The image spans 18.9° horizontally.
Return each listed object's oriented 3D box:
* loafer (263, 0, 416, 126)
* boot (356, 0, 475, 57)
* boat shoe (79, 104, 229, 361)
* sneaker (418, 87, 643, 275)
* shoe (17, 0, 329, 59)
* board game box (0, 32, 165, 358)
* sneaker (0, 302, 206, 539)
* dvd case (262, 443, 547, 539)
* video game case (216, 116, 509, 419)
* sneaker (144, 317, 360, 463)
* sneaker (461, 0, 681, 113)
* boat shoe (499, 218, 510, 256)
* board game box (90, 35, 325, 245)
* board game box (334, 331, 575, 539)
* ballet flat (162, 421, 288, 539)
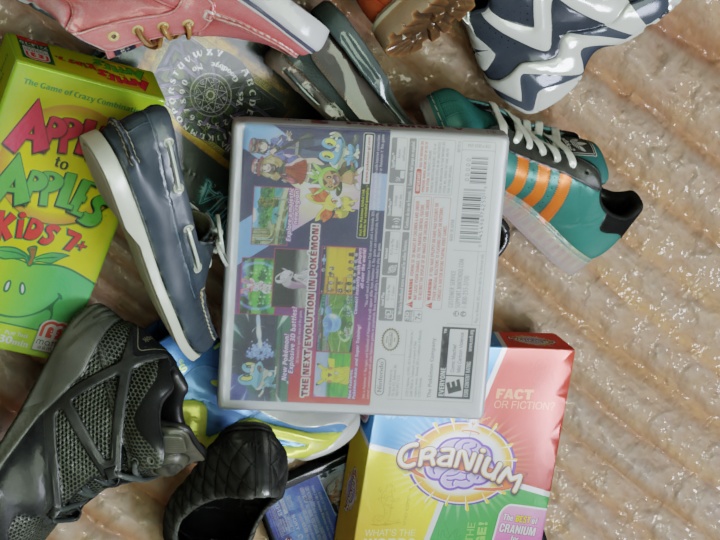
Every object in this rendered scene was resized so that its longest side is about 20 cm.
[{"bbox_3d":[0.009,-0.085,1.459,0.063,0.072,0.200,-35,104,-3],"label":"loafer"},{"bbox_3d":[0.068,-0.242,1.419,0.200,0.075,0.107,-36,72,17],"label":"boot"},{"bbox_3d":[-0.121,-0.024,1.386,0.062,0.075,0.200,-28,130,-9],"label":"boat shoe"},{"bbox_3d":[0.121,-0.077,1.511,0.080,0.071,0.200,-38,131,17],"label":"sneaker"},{"bbox_3d":[-0.125,-0.167,1.379,0.200,0.071,0.091,30,90,1],"label":"shoe"},{"bbox_3d":[-0.211,-0.044,1.403,0.102,0.048,0.200,14,114,-23],"label":"board game box"},{"bbox_3d":[-0.177,0.133,1.415,0.114,0.076,0.200,30,89,15],"label":"sneaker"},{"bbox_3d":[0.032,0.182,1.603,0.200,0.018,0.143,-23,112,-12],"label":"dvd case"},{"bbox_3d":[0.000,0.000,1.437,0.182,0.023,0.200,3,107,-6],"label":"video game case"},{"bbox_3d":[-0.095,0.078,1.492,0.200,0.076,0.105,-3,107,-19],"label":"sneaker"},{"bbox_3d":[0.145,-0.217,1.486,0.199,0.080,0.130,-39,124,6],"label":"sneaker"},{"bbox_3d":[0.012,0.004,1.516,0.200,0.060,0.074,-22,110,-13],"label":"boat shoe"},{"bbox_3d":[-0.089,-0.099,1.465,0.135,0.028,0.200,-44,116,-3],"label":"board game box"},{"bbox_3d":[0.065,0.143,1.570,0.153,0.040,0.200,2,105,-21],"label":"board game box"},{"bbox_3d":[-0.097,0.170,1.480,0.066,0.057,0.200,6,146,-13],"label":"ballet flat"}]
